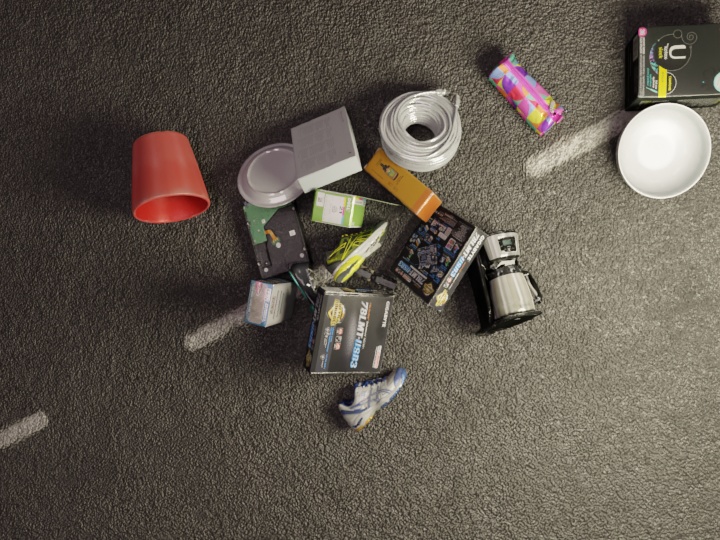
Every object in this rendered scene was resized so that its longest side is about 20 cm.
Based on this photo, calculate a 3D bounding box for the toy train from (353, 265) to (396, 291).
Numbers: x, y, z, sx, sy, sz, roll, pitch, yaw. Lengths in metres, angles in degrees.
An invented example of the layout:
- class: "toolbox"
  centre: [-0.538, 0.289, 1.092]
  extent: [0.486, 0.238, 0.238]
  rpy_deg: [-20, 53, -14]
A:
- class: "toy train"
  centre: [0.000, 0.000, 1.590]
  extent: [0.196, 0.046, 0.035]
  rpy_deg: [23, 100, 8]

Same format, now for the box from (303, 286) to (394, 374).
- class: "box"
  centre: [-0.026, 0.145, 1.528]
  extent: [0.194, 0.049, 0.206]
  rpy_deg: [5, 103, -29]

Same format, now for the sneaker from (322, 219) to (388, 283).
- class: "sneaker"
  centre: [-0.012, -0.065, 1.550]
  extent: [0.084, 0.075, 0.200]
  rpy_deg: [39, 67, 17]

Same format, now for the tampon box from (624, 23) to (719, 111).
- class: "tampon box"
  centre: [0.695, -0.442, 1.407]
  extent: [0.194, 0.126, 0.155]
  rpy_deg: [0, 91, 11]

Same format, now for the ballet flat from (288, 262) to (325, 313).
- class: "ballet flat"
  centre: [-0.107, 0.069, 1.595]
  extent: [0.072, 0.073, 0.204]
  rpy_deg: [-25, 98, 10]

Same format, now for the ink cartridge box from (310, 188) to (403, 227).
- class: "ink cartridge box"
  centre: [-0.005, -0.139, 1.534]
  extent: [0.195, 0.148, 0.078]
  rpy_deg: [11, 96, 10]

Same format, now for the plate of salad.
- class: "plate of salad"
  centre: [-0.210, -0.233, 1.600]
  extent: [0.194, 0.048, 0.205]
  rpy_deg: [-4, 58, 7]

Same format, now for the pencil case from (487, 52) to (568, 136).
- class: "pencil case"
  centre: [0.386, -0.408, 1.489]
  extent: [0.088, 0.088, 0.200]
  rpy_deg: [-44, 83, 8]

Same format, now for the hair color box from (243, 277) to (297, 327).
- class: "hair color box"
  centre: [-0.213, 0.073, 1.552]
  extent: [0.059, 0.200, 0.103]
  rpy_deg: [11, 93, 10]

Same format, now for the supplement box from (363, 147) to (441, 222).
- class: "supplement box"
  centre: [0.099, -0.204, 1.523]
  extent: [0.067, 0.068, 0.200]
  rpy_deg: [-49, 62, 8]

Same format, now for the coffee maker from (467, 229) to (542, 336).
- class: "coffee maker"
  centre: [0.304, 0.030, 1.477]
  extent: [0.190, 0.133, 0.205]
  rpy_deg: [-27, 69, 42]

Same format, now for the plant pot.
- class: "plant pot"
  centre: [-0.489, -0.236, 1.614]
  extent: [0.195, 0.200, 0.182]
  rpy_deg: [-16, 79, 10]

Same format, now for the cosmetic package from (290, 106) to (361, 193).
- class: "cosmetic package"
  centre: [-0.084, -0.292, 1.538]
  extent: [0.147, 0.052, 0.203]
  rpy_deg: [-21, 47, 11]

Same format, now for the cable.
- class: "cable"
  centre: [0.139, -0.329, 1.505]
  extent: [0.194, 0.070, 0.205]
  rpy_deg: [2, 66, -1]

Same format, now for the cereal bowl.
- class: "cereal bowl"
  centre: [0.665, -0.265, 1.432]
  extent: [0.194, 0.083, 0.206]
  rpy_deg: [2, 99, 9]

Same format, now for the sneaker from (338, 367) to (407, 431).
- class: "sneaker"
  centre: [0.027, 0.299, 1.573]
  extent: [0.088, 0.075, 0.200]
  rpy_deg: [45, 98, 2]

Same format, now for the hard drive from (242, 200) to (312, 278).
- class: "hard drive"
  centre: [-0.212, -0.094, 1.632]
  extent: [0.136, 0.038, 0.205]
  rpy_deg: [-17, 89, 10]

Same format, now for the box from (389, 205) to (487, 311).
- class: "box"
  centre: [0.174, -0.038, 1.483]
  extent: [0.049, 0.200, 0.201]
  rpy_deg: [26, 98, -32]
